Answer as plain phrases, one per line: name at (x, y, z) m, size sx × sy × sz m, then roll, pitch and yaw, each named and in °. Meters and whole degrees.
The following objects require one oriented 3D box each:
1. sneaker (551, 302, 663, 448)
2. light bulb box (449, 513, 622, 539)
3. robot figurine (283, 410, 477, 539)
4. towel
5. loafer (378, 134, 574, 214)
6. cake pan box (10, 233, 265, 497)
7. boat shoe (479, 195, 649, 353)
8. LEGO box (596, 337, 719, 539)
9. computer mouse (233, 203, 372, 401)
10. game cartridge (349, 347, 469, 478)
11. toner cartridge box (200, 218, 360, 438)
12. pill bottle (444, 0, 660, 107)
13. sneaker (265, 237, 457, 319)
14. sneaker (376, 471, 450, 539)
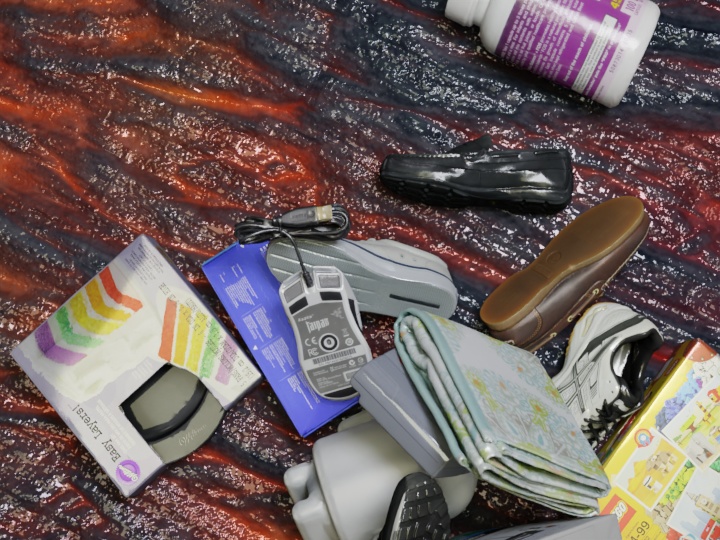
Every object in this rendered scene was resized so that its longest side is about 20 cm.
sneaker at (0.224, 0.128, 1.221) m, size 0.075 × 0.087 × 0.203 m, roll 25°, pitch 87°, yaw -34°
light bulb box at (0.142, 0.337, 1.141) m, size 0.124 × 0.199 × 0.202 m, roll -6°, pitch 81°, yaw -41°
robot figurine at (0.028, 0.198, 1.216) m, size 0.197 × 0.114 × 0.171 m, roll -19°, pitch 50°, yaw 0°
towel at (0.126, 0.125, 1.137) m, size 0.170 × 0.201 × 0.048 m, roll 25°, pitch 116°, yaw -35°
loafer at (0.117, -0.101, 1.277) m, size 0.197 × 0.068 × 0.072 m, roll 5°, pitch 75°, yaw -3°
cake pan box at (-0.220, 0.098, 1.268) m, size 0.184 × 0.052 × 0.201 m, roll -40°, pitch 84°, yaw -1°
boat shoe at (0.210, 0.009, 1.263) m, size 0.199 × 0.071 × 0.071 m, roll -38°, pitch 122°, yaw 0°
LEGO box at (0.318, 0.192, 1.227) m, size 0.148 × 0.077 × 0.201 m, roll 38°, pitch 85°, yaw 5°
computer mouse at (-0.042, 0.031, 1.206) m, size 0.108 × 0.044 × 0.203 m, roll -14°, pitch 112°, yaw 5°
game cartridge at (0.082, 0.122, 1.182) m, size 0.133 × 0.199 × 0.041 m, roll 48°, pitch 116°, yaw 12°
toner cartridge box at (-0.070, 0.057, 1.272) m, size 0.094 × 0.043 × 0.202 m, roll -31°, pitch 83°, yaw -4°
pill bottle at (0.189, -0.253, 1.268) m, size 0.198 × 0.112 × 0.114 m, roll 25°, pitch 84°, yaw 4°
sneaker at (0.000, 0.000, 1.253) m, size 0.197 × 0.071 × 0.074 m, roll 19°, pitch 118°, yaw -14°
sneaker at (0.021, 0.271, 1.119) m, size 0.087 × 0.075 × 0.204 m, roll 15°, pitch 105°, yaw 43°
